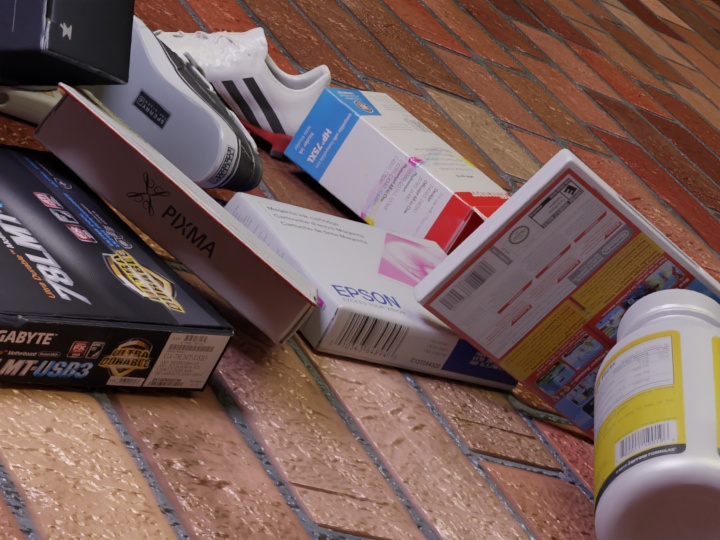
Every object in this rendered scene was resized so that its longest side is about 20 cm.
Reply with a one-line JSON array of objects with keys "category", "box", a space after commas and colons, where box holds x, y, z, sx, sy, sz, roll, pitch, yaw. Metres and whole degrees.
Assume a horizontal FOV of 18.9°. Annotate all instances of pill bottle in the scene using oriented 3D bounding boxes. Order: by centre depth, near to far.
[{"category": "pill bottle", "box": [0.206, 0.103, 1.394, 0.111, 0.112, 0.201, 27, 34, -12]}]

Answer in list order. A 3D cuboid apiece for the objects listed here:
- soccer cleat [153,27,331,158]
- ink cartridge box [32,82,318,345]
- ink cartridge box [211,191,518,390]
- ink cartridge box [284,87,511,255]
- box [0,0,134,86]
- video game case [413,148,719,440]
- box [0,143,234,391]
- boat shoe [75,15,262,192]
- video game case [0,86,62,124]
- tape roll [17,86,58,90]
[{"category": "soccer cleat", "box": [-0.116, -0.162, 1.696, 0.199, 0.086, 0.069, 25, 19, -20]}, {"category": "ink cartridge box", "box": [-0.111, -0.032, 1.310, 0.200, 0.044, 0.174, 41, 2, -3]}, {"category": "ink cartridge box", "box": [0.000, 0.000, 1.528, 0.195, 0.044, 0.200, 13, 27, -43]}, {"category": "ink cartridge box", "box": [0.050, -0.058, 1.704, 0.200, 0.067, 0.116, 41, 18, 19]}, {"category": "box", "box": [-0.242, -0.192, 1.324, 0.198, 0.150, 0.104, 3, -6, 23]}, {"category": "video game case", "box": [0.152, 0.023, 1.470, 0.200, 0.143, 0.017, 38, 18, -30]}, {"category": "box", "box": [-0.200, -0.009, 1.224, 0.198, 0.050, 0.200, 10, 27, -51]}, {"category": "boat shoe", "box": [-0.140, -0.125, 1.584, 0.199, 0.074, 0.068, 39, 12, 34]}, {"category": "video game case", "box": [-0.312, -0.179, 1.530, 0.181, 0.023, 0.200, 18, 22, -35]}, {"category": "tape roll", "box": [-0.278, -0.208, 1.522, 0.199, 0.066, 0.201, 29, 19, -11]}]
